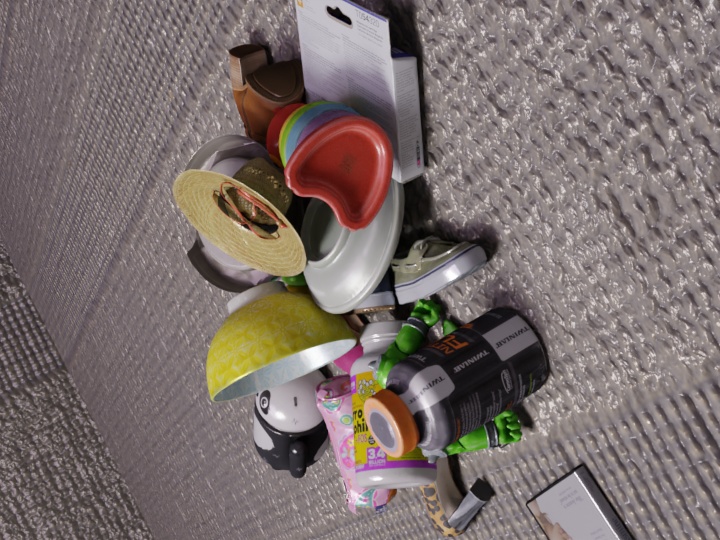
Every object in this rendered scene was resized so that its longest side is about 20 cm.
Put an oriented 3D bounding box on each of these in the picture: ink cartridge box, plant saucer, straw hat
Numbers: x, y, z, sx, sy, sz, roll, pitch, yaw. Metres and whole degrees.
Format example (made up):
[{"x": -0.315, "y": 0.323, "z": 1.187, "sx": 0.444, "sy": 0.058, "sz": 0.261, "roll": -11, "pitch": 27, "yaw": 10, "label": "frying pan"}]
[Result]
[{"x": -0.003, "y": -0.227, "z": 1.346, "sx": 0.196, "sy": 0.043, "sz": 0.202, "roll": 38, "pitch": 143, "yaw": 44, "label": "ink cartridge box"}, {"x": -0.024, "y": -0.052, "z": 1.407, "sx": 0.199, "sy": 0.050, "sz": 0.203, "roll": -31, "pitch": 51, "yaw": 47, "label": "plant saucer"}, {"x": -0.124, "y": -0.086, "z": 1.416, "sx": 0.199, "sy": 0.086, "sz": 0.202, "roll": 25, "pitch": 155, "yaw": 13, "label": "straw hat"}]

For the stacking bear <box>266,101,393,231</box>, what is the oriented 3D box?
[{"x": -0.049, "y": -0.140, "z": 1.347, "sx": 0.121, "sy": 0.114, "sz": 0.200, "roll": 34, "pitch": -178, "yaw": -29, "label": "stacking bear"}]

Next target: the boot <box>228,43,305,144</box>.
[{"x": -0.109, "y": -0.196, "z": 1.531, "sx": 0.200, "sy": 0.073, "sz": 0.156, "roll": -130, "pitch": 25, "yaw": -56, "label": "boot"}]

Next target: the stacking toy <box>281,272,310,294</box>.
[{"x": -0.071, "y": 0.010, "z": 1.583, "sx": 0.085, "sy": 0.084, "sz": 0.203, "roll": 11, "pitch": 110, "yaw": 58, "label": "stacking toy"}]

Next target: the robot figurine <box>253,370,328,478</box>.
[{"x": -0.109, "y": 0.231, "z": 1.839, "sx": 0.150, "sy": 0.125, "sz": 0.201, "roll": 35, "pitch": 144, "yaw": 23, "label": "robot figurine"}]

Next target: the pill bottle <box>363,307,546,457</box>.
[{"x": 0.100, "y": 0.128, "z": 1.292, "sx": 0.106, "sy": 0.199, "sz": 0.107, "roll": 40, "pitch": 145, "yaw": 37, "label": "pill bottle"}]

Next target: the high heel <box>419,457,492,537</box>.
[{"x": 0.079, "y": 0.268, "z": 1.588, "sx": 0.200, "sy": 0.071, "sz": 0.143, "roll": 46, "pitch": 143, "yaw": 15, "label": "high heel"}]

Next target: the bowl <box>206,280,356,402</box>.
[{"x": -0.115, "y": 0.079, "z": 1.489, "sx": 0.109, "sy": 0.198, "sz": 0.200, "roll": 67, "pitch": 154, "yaw": 11, "label": "bowl"}]

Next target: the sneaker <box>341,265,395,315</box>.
[{"x": 0.000, "y": 0.000, "z": 1.513, "sx": 0.200, "sy": 0.069, "sz": 0.110, "roll": 165, "pitch": 97, "yaw": -78, "label": "sneaker"}]

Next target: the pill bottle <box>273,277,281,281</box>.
[{"x": -0.161, "y": -0.073, "z": 1.687, "sx": 0.113, "sy": 0.112, "sz": 0.202, "roll": 45, "pitch": 148, "yaw": 33, "label": "pill bottle"}]

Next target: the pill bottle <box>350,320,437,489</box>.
[{"x": 0.040, "y": 0.170, "z": 1.488, "sx": 0.104, "sy": 0.103, "sz": 0.203, "roll": 145, "pitch": 125, "yaw": -63, "label": "pill bottle"}]

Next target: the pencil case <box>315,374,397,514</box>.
[{"x": -0.006, "y": 0.252, "z": 1.720, "sx": 0.087, "sy": 0.087, "sz": 0.202, "roll": 16, "pitch": 126, "yaw": 56, "label": "pencil case"}]

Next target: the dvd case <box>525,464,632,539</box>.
[{"x": 0.275, "y": 0.331, "z": 1.353, "sx": 0.201, "sy": 0.017, "sz": 0.143, "roll": 57, "pitch": 152, "yaw": 14, "label": "dvd case"}]

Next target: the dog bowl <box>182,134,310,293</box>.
[{"x": -0.148, "y": -0.075, "z": 1.526, "sx": 0.198, "sy": 0.058, "sz": 0.203, "roll": 5, "pitch": 98, "yaw": 33, "label": "dog bowl"}]

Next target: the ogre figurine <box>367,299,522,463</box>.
[{"x": 0.091, "y": 0.138, "z": 1.398, "sx": 0.202, "sy": 0.119, "sz": 0.098, "roll": 61, "pitch": 164, "yaw": 2, "label": "ogre figurine"}]

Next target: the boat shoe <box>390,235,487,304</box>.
[{"x": 0.079, "y": -0.006, "z": 1.360, "sx": 0.063, "sy": 0.071, "sz": 0.200, "roll": 64, "pitch": 156, "yaw": 1, "label": "boat shoe"}]

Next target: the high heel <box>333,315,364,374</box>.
[{"x": -0.027, "y": 0.064, "z": 1.617, "sx": 0.097, "sy": 0.067, "sz": 0.201, "roll": 76, "pitch": 166, "yaw": -45, "label": "high heel"}]
